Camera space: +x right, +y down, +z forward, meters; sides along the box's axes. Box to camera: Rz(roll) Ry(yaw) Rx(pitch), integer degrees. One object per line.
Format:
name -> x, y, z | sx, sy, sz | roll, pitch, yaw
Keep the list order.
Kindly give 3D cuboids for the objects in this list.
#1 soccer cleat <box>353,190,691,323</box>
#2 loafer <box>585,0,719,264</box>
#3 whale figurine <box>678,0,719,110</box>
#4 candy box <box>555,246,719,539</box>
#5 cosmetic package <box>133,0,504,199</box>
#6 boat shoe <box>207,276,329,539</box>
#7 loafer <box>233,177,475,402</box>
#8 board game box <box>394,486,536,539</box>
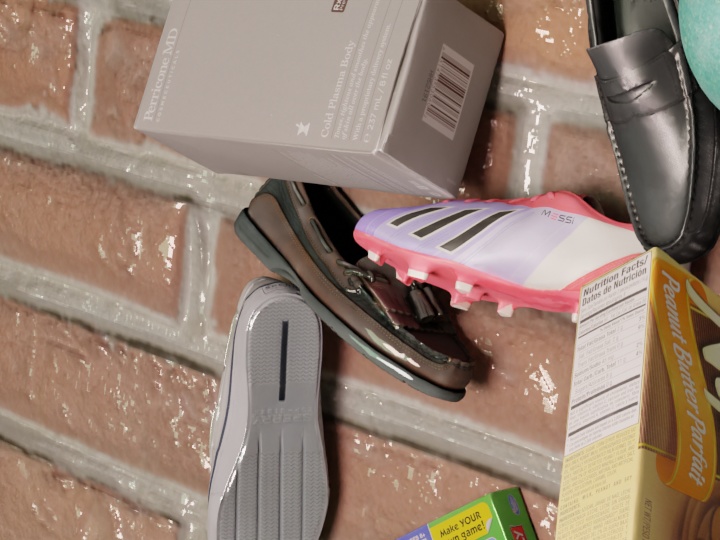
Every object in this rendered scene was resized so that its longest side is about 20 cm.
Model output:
soccer cleat -> 0.089, -0.015, 1.210 | 0.199, 0.067, 0.077 | 14, 79, 33
loafer -> 0.144, -0.103, 1.134 | 0.068, 0.070, 0.202 | -17, 73, 46
whale figurine -> 0.238, -0.130, 1.041 | 0.199, 0.103, 0.160 | -9, 87, 42
candy box -> 0.151, 0.102, 1.031 | 0.055, 0.115, 0.201 | -30, 36, 38
cosmetic package -> -0.027, -0.109, 1.280 | 0.199, 0.090, 0.107 | 7, 77, 39
boat shoe -> -0.055, 0.101, 1.358 | 0.067, 0.073, 0.201 | -134, 52, -70
loafer -> 0.000, 0.000, 1.293 | 0.200, 0.072, 0.063 | 40, 106, 37
board game box -> 0.038, 0.225, 1.299 | 0.200, 0.029, 0.135 | -32, 72, 39
